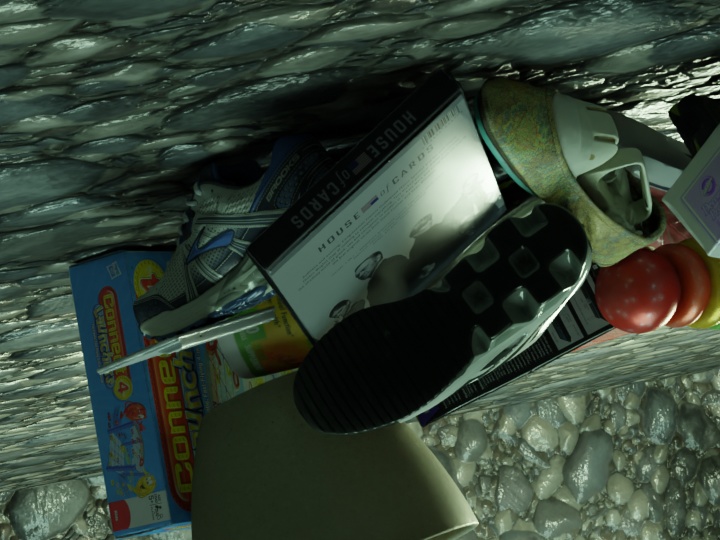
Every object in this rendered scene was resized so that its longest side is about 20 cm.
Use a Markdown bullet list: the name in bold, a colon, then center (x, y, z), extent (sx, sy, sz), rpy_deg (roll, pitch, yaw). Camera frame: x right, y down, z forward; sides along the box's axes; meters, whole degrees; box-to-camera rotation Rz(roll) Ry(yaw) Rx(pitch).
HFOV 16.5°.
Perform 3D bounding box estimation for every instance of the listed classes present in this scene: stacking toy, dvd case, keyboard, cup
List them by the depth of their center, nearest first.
- **dvd case**: center (0.014, -0.025, 1.447), extent (0.150, 0.025, 0.200), rpy_deg (-43, 159, -5)
- **keyboard**: center (-0.105, 0.042, 1.543), extent (0.056, 0.011, 0.200), rpy_deg (-17, 179, 15)
- **stacking toy**: center (0.230, 0.004, 1.613), extent (0.200, 0.086, 0.085), rpy_deg (-5, 169, -43)
- **cup**: center (-0.037, 0.149, 1.707), extent (0.200, 0.144, 0.200), rpy_deg (-22, 171, -4)

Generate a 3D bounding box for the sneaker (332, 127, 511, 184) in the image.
- **sneaker**: center (0.030, -0.034, 1.579), extent (0.199, 0.090, 0.070), rpy_deg (-13, 172, 5)

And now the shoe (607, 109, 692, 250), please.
- **shoe**: center (0.188, -0.042, 1.637), extent (0.200, 0.071, 0.091), rpy_deg (12, 116, -52)

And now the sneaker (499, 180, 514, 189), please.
- **sneaker**: center (0.190, -0.057, 1.740), extent (0.200, 0.074, 0.081), rpy_deg (-7, 167, -43)

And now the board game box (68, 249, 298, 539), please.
- **board game box**: center (-0.115, 0.087, 1.819), extent (0.056, 0.201, 0.196), rpy_deg (-15, 172, 33)

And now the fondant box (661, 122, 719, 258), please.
- **fondant box**: center (0.303, -0.067, 1.536), extent (0.200, 0.058, 0.144), rpy_deg (9, 126, -42)

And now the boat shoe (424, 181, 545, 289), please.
- **boat shoe**: center (0.079, 0.011, 1.607), extent (0.200, 0.073, 0.075), rpy_deg (-41, -169, 20)

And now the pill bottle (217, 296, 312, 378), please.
- **pill bottle**: center (0.000, 0.000, 1.700), extent (0.199, 0.111, 0.111), rpy_deg (-13, 172, 10)

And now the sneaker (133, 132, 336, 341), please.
- **sneaker**: center (-0.075, -0.023, 1.526), extent (0.200, 0.085, 0.077), rpy_deg (-31, 173, 38)

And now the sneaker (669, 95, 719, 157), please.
- **sneaker**: center (0.278, -0.095, 1.603), extent (0.200, 0.074, 0.081), rpy_deg (0, 143, -44)

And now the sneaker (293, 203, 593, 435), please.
- **sneaker**: center (0.056, 0.042, 1.480), extent (0.200, 0.074, 0.089), rpy_deg (-31, 161, 4)

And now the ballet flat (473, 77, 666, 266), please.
- **ballet flat**: center (0.132, -0.065, 1.477), extent (0.070, 0.071, 0.200), rpy_deg (-15, 149, 21)

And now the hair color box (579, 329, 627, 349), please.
- **hair color box**: center (0.195, -0.005, 1.960), extent (0.064, 0.111, 0.200), rpy_deg (-5, 169, -41)

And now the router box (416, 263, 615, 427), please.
- **router box**: center (0.118, 0.044, 1.766), extent (0.157, 0.052, 0.200), rpy_deg (-29, 177, 12)
